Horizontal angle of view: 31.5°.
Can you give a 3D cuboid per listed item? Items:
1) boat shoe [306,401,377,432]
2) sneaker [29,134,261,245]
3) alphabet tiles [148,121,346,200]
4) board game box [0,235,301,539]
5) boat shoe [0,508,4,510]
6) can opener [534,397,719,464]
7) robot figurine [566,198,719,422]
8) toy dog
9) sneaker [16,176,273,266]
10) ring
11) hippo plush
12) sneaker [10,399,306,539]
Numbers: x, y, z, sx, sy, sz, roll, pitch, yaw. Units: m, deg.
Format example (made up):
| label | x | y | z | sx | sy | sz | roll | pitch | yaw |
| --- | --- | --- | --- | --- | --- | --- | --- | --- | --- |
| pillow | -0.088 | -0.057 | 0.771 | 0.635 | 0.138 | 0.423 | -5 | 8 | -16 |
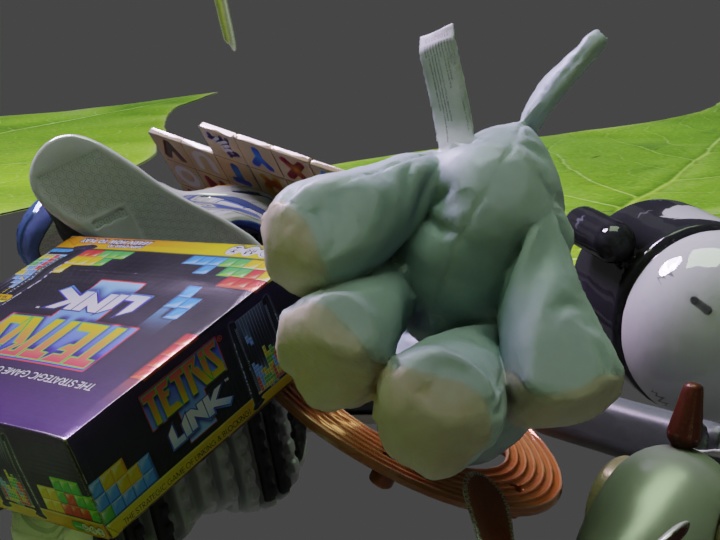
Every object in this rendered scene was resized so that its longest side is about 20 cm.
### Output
| label | x | y | z | sx | sy | sz | roll | pitch | yaw |
| --- | --- | --- | --- | --- | --- | --- | --- | --- | --- |
| boat shoe | 0.018 | 0.062 | 0.832 | 0.197 | 0.064 | 0.073 | -5 | 14 | -12 |
| sneaker | -0.117 | -0.008 | 0.804 | 0.199 | 0.071 | 0.099 | 38 | -9 | -5 |
| alphabet tiles | -0.067 | -0.050 | 0.962 | 0.198 | 0.168 | 0.008 | 21 | 66 | 28 |
| board game box | -0.137 | 0.046 | 0.642 | 0.198 | 0.057 | 0.165 | 3 | 30 | 41 |
| boat shoe | -0.170 | 0.085 | 0.758 | 0.198 | 0.073 | 0.065 | -20 | 22 | -36 |
| can opener | 0.184 | 0.086 | 0.706 | 0.052 | 0.067 | 0.199 | 16 | -8 | -43 |
| robot figurine | 0.212 | 0.020 | 0.837 | 0.148 | 0.127 | 0.200 | -4 | 13 | -6 |
| toy dog | 0.110 | 0.110 | 0.542 | 0.130 | 0.098 | 0.200 | 3 | 14 | 24 |
| sneaker | -0.133 | -0.022 | 0.879 | 0.198 | 0.076 | 0.088 | -5 | 24 | -22 |
| ring | 0.021 | 0.078 | 0.711 | 0.198 | 0.019 | 0.201 | 25 | 15 | -7 |
| hippo plush | 0.031 | 0.011 | 0.613 | 0.157 | 0.203 | 0.161 | 1 | -20 | -4 |
| sneaker | -0.099 | 0.104 | 0.676 | 0.080 | 0.076 | 0.199 | -4 | 10 | 33 |
